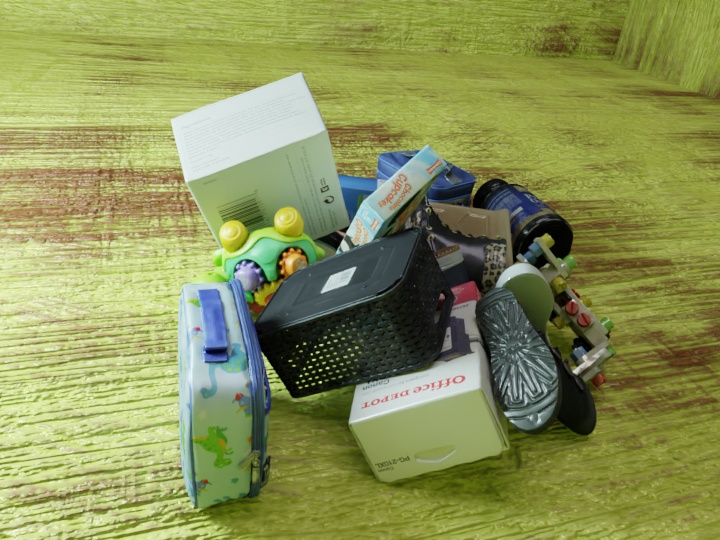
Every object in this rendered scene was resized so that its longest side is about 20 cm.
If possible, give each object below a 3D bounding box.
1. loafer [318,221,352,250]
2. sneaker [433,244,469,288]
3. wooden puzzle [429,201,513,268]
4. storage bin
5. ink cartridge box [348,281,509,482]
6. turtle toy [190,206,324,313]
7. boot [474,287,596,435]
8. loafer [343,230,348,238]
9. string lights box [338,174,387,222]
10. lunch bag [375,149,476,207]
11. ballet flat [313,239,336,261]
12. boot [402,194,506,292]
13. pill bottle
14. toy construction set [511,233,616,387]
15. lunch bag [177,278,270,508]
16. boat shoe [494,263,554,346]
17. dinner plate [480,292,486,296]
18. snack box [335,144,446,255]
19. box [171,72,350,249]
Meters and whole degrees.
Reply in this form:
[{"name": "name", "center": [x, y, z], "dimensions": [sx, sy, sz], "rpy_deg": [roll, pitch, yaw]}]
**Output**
[{"name": "loafer", "center": [-0.007, -0.051, 1.031], "dimensions": [0.195, 0.074, 0.073], "rpy_deg": [12, 28, 7]}, {"name": "sneaker", "center": [0.054, 0.053, 0.817], "dimensions": [0.196, 0.110, 0.070], "rpy_deg": [-22, 7, 5]}, {"name": "wooden puzzle", "center": [0.138, -0.036, 0.996], "dimensions": [0.195, 0.047, 0.187], "rpy_deg": [5, 43, 6]}, {"name": "storage bin", "center": [-0.008, 0.047, 0.700], "dimensions": [0.197, 0.095, 0.136], "rpy_deg": [-20, 23, 28]}, {"name": "ink cartridge box", "center": [0.077, 0.115, 0.692], "dimensions": [0.142, 0.085, 0.201], "rpy_deg": [-20, 24, 17]}, {"name": "turtle toy", "center": [-0.142, 0.005, 0.857], "dimensions": [0.196, 0.147, 0.103], "rpy_deg": [-15, 63, -5]}, {"name": "boot", "center": [0.202, 0.132, 0.677], "dimensions": [0.065, 0.200, 0.167], "rpy_deg": [-25, 43, 20]}, {"name": "loafer", "center": [0.000, 0.000, 0.908], "dimensions": [0.074, 0.069, 0.203], "rpy_deg": [3, 50, -8]}, {"name": "string lights box", "center": [-0.048, -0.111, 1.096], "dimensions": [0.195, 0.105, 0.059], "rpy_deg": [7, 29, 0]}, {"name": "lunch bag", "center": [0.118, -0.146, 1.166], "dimensions": [0.134, 0.135, 0.199], "rpy_deg": [-17, 37, -36]}, {"name": "ballet flat", "center": [-0.128, -0.025, 0.981], "dimensions": [0.196, 0.071, 0.069], "rpy_deg": [18, 31, 21]}, {"name": "boot", "center": [0.133, -0.047, 0.920], "dimensions": [0.150, 0.074, 0.207], "rpy_deg": [5, 51, 5]}, {"name": "pill bottle", "center": [0.279, -0.085, 1.117], "dimensions": [0.109, 0.114, 0.201], "rpy_deg": [-3, 31, -18]}, {"name": "toy construction set", "center": [0.282, 0.058, 0.840], "dimensions": [0.091, 0.131, 0.203], "rpy_deg": [-24, 68, 8]}, {"name": "lunch bag", "center": [-0.141, 0.112, 0.624], "dimensions": [0.081, 0.164, 0.201], "rpy_deg": [-3, 30, -17]}, {"name": "boat shoe", "center": [0.196, 0.045, 0.757], "dimensions": [0.072, 0.200, 0.069], "rpy_deg": [-18, 49, 14]}, {"name": "dinner plate", "center": [0.160, 0.072, 0.906], "dimensions": [0.195, 0.025, 0.201], "rpy_deg": [6, 29, -3]}, {"name": "snack box", "center": [0.029, -0.065, 0.795], "dimensions": [0.037, 0.200, 0.116], "rpy_deg": [44, 66, 5]}, {"name": "box", "center": [-0.135, -0.136, 0.897], "dimensions": [0.196, 0.200, 0.132], "rpy_deg": [-21, 55, -5]}]
